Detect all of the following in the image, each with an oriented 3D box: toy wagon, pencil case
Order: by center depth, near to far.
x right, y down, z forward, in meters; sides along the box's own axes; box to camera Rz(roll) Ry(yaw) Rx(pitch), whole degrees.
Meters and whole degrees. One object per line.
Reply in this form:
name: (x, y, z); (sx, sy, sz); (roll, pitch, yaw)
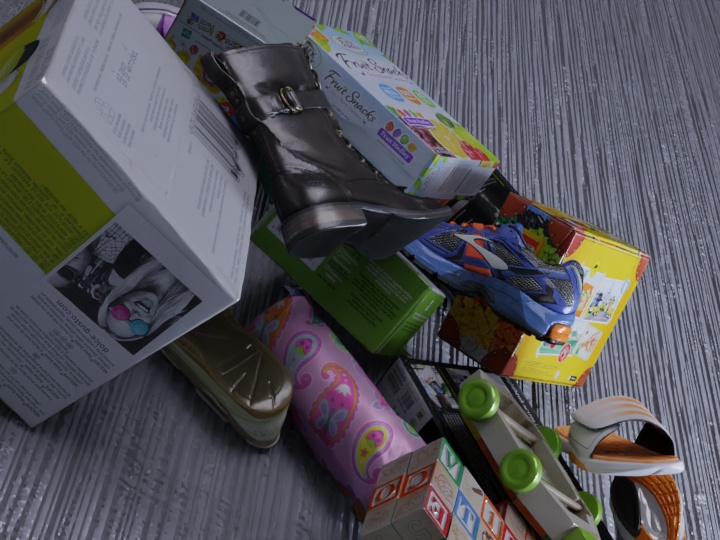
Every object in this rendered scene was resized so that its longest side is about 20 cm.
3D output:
toy wagon: (0.145, 0.169, 1.219); (0.155, 0.039, 0.201); (37, 20, -55)
pencil case: (-0.017, 0.109, 1.232); (0.087, 0.088, 0.200); (-4, 47, -49)

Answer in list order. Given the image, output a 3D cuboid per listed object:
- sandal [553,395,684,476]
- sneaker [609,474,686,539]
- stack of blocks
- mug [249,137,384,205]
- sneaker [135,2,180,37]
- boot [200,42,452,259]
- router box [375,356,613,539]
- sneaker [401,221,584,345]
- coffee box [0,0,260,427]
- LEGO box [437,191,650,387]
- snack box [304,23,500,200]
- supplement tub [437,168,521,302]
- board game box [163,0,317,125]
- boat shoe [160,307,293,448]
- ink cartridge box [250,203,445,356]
sandal: (0.213, 0.137, 1.339); (0.078, 0.060, 0.207); (1, 3, -13)
sneaker: (0.261, 0.273, 1.319); (0.075, 0.092, 0.202); (-7, 58, 7)
stack of blocks: (0.087, 0.224, 1.137); (0.201, 0.058, 0.115); (54, 26, -17)
mug: (-0.034, -0.102, 1.472); (0.185, 0.115, 0.152); (41, 21, 11)
sneaker: (-0.159, -0.183, 1.510); (0.199, 0.073, 0.115); (32, 33, -10)
boot: (-0.022, -0.100, 1.187); (0.199, 0.069, 0.176); (-1, 63, -52)
router box: (0.113, 0.169, 1.321); (0.148, 0.051, 0.201); (10, 39, -42)
sneaker: (0.107, -0.012, 1.331); (0.199, 0.079, 0.075); (31, -3, 11)
coffee box: (-0.211, -0.056, 1.087); (0.200, 0.197, 0.200); (49, 22, -25)
LEGO box: (0.176, 0.023, 1.443); (0.077, 0.150, 0.199); (31, 9, 29)
snack box: (0.020, -0.147, 1.414); (0.200, 0.053, 0.142); (45, 19, 21)
supplement tub: (0.099, -0.056, 1.554); (0.122, 0.123, 0.201); (-7, 52, -51)
board game box: (-0.138, -0.152, 1.352); (0.104, 0.201, 0.103); (32, 29, -5)
boat shoe: (-0.127, 0.056, 1.228); (0.073, 0.063, 0.201); (-30, 61, -31)
ink cartridge box: (0.000, 0.000, 1.341); (0.148, 0.076, 0.200); (43, 5, 11)
